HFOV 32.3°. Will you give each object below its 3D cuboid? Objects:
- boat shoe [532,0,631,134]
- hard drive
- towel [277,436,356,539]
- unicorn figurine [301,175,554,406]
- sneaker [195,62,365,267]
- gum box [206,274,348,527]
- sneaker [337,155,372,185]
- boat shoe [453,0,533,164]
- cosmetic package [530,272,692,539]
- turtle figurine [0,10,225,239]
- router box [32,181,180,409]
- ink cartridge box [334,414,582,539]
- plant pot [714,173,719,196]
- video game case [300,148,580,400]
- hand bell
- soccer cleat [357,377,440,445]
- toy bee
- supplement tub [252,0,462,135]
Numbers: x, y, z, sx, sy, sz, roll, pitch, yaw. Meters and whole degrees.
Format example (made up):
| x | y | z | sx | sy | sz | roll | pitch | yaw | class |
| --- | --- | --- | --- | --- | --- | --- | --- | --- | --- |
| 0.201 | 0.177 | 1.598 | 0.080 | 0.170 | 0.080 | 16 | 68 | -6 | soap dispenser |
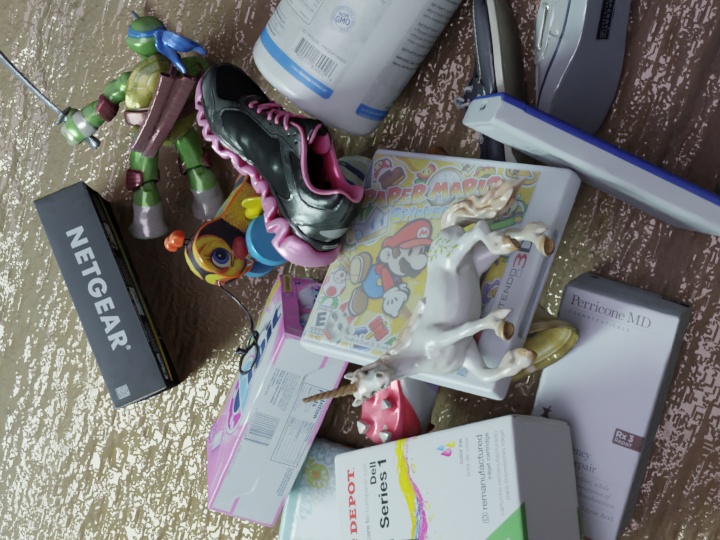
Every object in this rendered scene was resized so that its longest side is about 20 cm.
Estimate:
| x | y | z | sx | sy | sz | roll | pitch | yaw | class |
| --- | --- | --- | --- | --- | --- | --- | --- | --- | --- |
| 0.172 | -0.194 | 1.020 | 0.066 | 0.071 | 0.202 | 39 | 131 | 49 | boat shoe |
| 0.181 | -0.082 | 0.955 | 0.198 | 0.132 | 0.026 | 25 | 93 | -7 | hard drive |
| 0.003 | 0.270 | 1.162 | 0.169 | 0.048 | 0.202 | 14 | 102 | 18 | towel |
| 0.065 | 0.032 | 0.906 | 0.137 | 0.201 | 0.074 | -6 | 138 | 45 | unicorn figurine |
| -0.061 | -0.105 | 1.023 | 0.201 | 0.079 | 0.096 | 55 | 134 | 17 | sneaker |
| -0.075 | 0.112 | 1.120 | 0.066 | 0.114 | 0.201 | 19 | 112 | -16 | gum box |
| 0.000 | 0.000 | 1.105 | 0.075 | 0.088 | 0.202 | -16 | 92 | 22 | sneaker |
| 0.105 | -0.136 | 1.052 | 0.062 | 0.073 | 0.202 | -4 | 101 | 23 | boat shoe |
| 0.200 | 0.114 | 1.043 | 0.101 | 0.074 | 0.202 | 17 | 104 | 21 | cosmetic package |
| -0.201 | -0.141 | 1.157 | 0.198 | 0.144 | 0.196 | 1 | 113 | 29 | turtle figurine |
| -0.234 | 0.026 | 1.168 | 0.052 | 0.157 | 0.202 | -22 | 87 | -5 | router box |
| 0.076 | 0.208 | 1.012 | 0.199 | 0.083 | 0.147 | -20 | 67 | 41 | ink cartridge box |
| 0.370 | -0.102 | 0.886 | 0.198 | 0.177 | 0.202 | 24 | 105 | 19 | plant pot |
| 0.059 | -0.005 | 0.984 | 0.199 | 0.023 | 0.184 | 10 | 73 | 41 | video game case |
| 0.095 | -0.017 | 1.019 | 0.104 | 0.104 | 0.202 | -30 | 64 | 23 | hand bell |
| 0.043 | 0.056 | 1.072 | 0.066 | 0.076 | 0.202 | 17 | 106 | 41 | soccer cleat |
| -0.110 | -0.031 | 1.094 | 0.108 | 0.201 | 0.131 | 25 | 138 | -18 | toy bee |
| 0.010 | -0.229 | 1.048 | 0.132 | 0.132 | 0.201 | 40 | 109 | 13 | supplement tub |
